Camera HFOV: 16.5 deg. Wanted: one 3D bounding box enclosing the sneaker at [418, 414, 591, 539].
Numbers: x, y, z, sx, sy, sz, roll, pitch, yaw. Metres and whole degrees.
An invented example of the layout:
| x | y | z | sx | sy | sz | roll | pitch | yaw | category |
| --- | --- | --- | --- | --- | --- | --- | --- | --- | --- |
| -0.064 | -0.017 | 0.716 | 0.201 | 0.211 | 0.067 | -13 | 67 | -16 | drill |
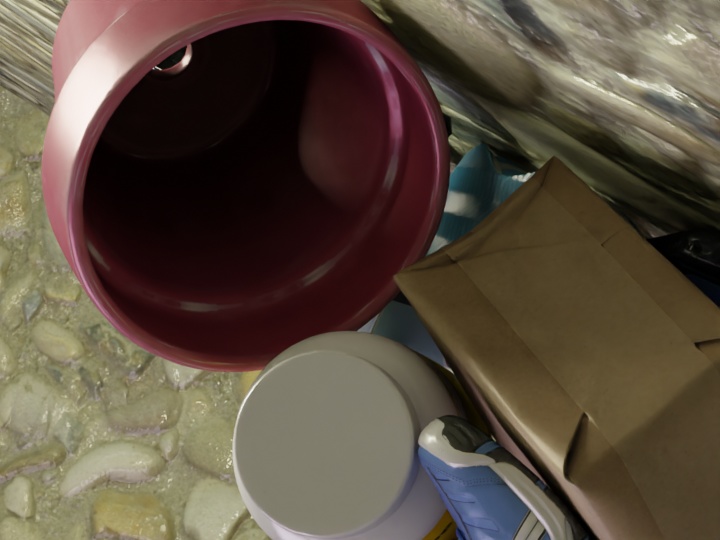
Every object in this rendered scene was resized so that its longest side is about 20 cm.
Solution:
| x | y | z | sx | sy | sz | roll | pitch | yaw | category |
| --- | --- | --- | --- | --- | --- | --- | --- | --- | --- |
| 0.079 | 0.156 | 1.120 | 0.201 | 0.077 | 0.076 | 57 | 177 | -9 | sneaker |

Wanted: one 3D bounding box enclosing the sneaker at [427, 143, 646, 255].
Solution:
| x | y | z | sx | sy | sz | roll | pitch | yaw | category |
| --- | --- | --- | --- | --- | --- | --- | --- | --- | --- |
| 0.091 | -0.015 | 1.365 | 0.081 | 0.077 | 0.200 | 34 | 178 | -22 | sneaker |

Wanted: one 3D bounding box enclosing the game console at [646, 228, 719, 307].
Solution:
| x | y | z | sx | sy | sz | roll | pitch | yaw | category |
| --- | --- | --- | --- | --- | --- | --- | --- | --- | --- |
| 0.195 | 0.068 | 1.169 | 0.175 | 0.117 | 0.200 | 24 | 176 | -3 | game console |

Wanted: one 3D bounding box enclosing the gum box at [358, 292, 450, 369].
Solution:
| x | y | z | sx | sy | sz | roll | pitch | yaw | category |
| --- | --- | --- | --- | --- | --- | --- | --- | --- | --- |
| 0.000 | 0.000 | 1.422 | 0.200 | 0.045 | 0.169 | 30 | -173 | 41 | gum box |

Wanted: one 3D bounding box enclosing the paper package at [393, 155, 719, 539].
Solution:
| x | y | z | sx | sy | sz | roll | pitch | yaw | category |
| --- | --- | --- | --- | --- | --- | --- | --- | --- | --- |
| 0.129 | 0.079 | 1.175 | 0.191 | 0.103 | 0.200 | 48 | 174 | 50 | paper package |

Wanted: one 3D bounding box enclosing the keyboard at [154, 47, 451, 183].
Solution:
| x | y | z | sx | sy | sz | roll | pitch | yaw | category |
| --- | --- | --- | --- | --- | --- | --- | --- | --- | --- |
| -0.044 | -0.084 | 1.417 | 0.200 | 0.104 | 0.040 | 31 | 143 | 43 | keyboard |

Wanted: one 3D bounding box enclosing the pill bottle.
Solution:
| x | y | z | sx | sy | sz | roll | pitch | yaw | category |
| --- | --- | --- | --- | --- | --- | --- | --- | --- | --- |
| 0.000 | 0.089 | 1.218 | 0.112 | 0.113 | 0.200 | 33 | 180 | 12 | pill bottle |

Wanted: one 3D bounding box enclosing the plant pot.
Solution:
| x | y | z | sx | sy | sz | roll | pitch | yaw | category |
| --- | --- | --- | --- | --- | --- | --- | --- | --- | --- |
| -0.075 | -0.077 | 1.267 | 0.200 | 0.200 | 0.179 | 36 | -169 | -34 | plant pot |
